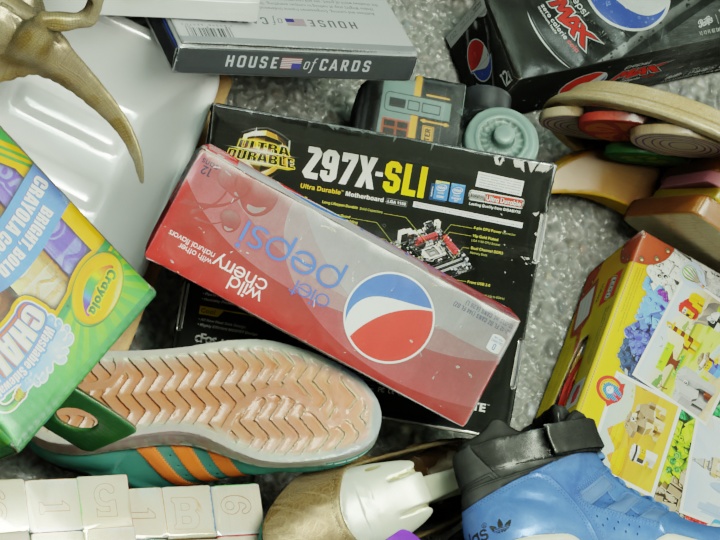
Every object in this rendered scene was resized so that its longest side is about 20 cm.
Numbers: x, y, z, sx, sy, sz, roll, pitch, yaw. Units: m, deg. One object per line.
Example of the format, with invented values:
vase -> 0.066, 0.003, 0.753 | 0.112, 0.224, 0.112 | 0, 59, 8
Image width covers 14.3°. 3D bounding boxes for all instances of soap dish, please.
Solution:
soap dish -> -0.177, -0.057, 1.634 | 0.157, 0.081, 0.201 | 26, 61, -12

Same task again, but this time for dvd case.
dvd case -> -0.067, -0.177, 1.705 | 0.150, 0.025, 0.200 | 1, 37, -23

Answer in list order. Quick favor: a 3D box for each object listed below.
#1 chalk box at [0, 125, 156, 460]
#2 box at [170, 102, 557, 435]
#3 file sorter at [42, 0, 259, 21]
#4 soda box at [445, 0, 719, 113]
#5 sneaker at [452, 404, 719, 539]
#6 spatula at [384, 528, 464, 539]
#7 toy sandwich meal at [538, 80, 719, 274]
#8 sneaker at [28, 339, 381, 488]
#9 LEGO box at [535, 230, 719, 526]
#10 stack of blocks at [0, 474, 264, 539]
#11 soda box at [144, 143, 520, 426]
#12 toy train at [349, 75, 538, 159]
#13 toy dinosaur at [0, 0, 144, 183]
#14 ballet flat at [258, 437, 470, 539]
chalk box -> -0.201, 0.026, 1.476 | 0.200, 0.125, 0.124 | 48, 57, -11
box -> 0.000, 0.000, 1.628 | 0.199, 0.049, 0.161 | 9, 93, -2
file sorter -> -0.134, -0.249, 1.649 | 0.138, 0.125, 0.200 | 1, 37, -15
soda box -> 0.159, -0.152, 1.821 | 0.199, 0.071, 0.064 | -14, 74, -27
sneaker -> 0.138, 0.127, 1.600 | 0.199, 0.077, 0.112 | 2, 62, -32
spatula -> 0.045, 0.160, 1.570 | 0.057, 0.200, 0.021 | 45, 100, 7
toy sandwich meal -> 0.195, -0.044, 1.738 | 0.204, 0.205, 0.071 | 25, 79, -12
sneaker -> -0.087, 0.083, 1.586 | 0.199, 0.080, 0.072 | 3, 67, 3
LEGO box -> 0.185, 0.103, 1.723 | 0.148, 0.077, 0.201 | 28, 61, -10
stack of blocks -> -0.151, 0.154, 1.538 | 0.199, 0.115, 0.059 | 0, 69, -24
soda box -> -0.016, 0.007, 1.571 | 0.199, 0.063, 0.070 | 29, 94, -4
toy train -> 0.039, -0.024, 1.717 | 0.113, 0.085, 0.201 | 11, 68, -4
toy dinosaur -> -0.182, -0.134, 1.566 | 0.199, 0.101, 0.058 | 27, 31, -23
ballet flat -> 0.022, 0.128, 1.600 | 0.200, 0.072, 0.068 | -9, 78, -57
